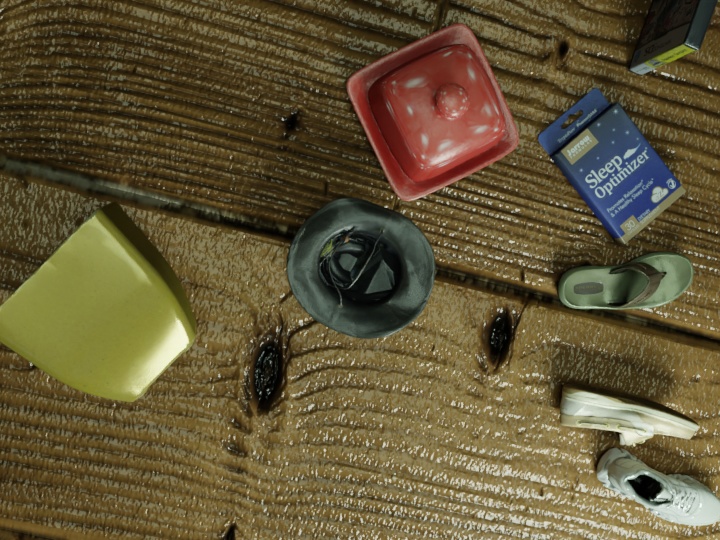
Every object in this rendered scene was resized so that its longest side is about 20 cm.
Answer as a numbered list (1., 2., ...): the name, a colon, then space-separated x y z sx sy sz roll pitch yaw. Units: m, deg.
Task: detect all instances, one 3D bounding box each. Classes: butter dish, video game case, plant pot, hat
1. butter dish: 0.109 -0.217 1.126 0.200 0.148 0.200 -26 96 -4
2. video game case: 0.438 -0.375 1.134 0.025 0.181 0.200 19 91 -5
3. plant pot: -0.319 0.052 1.081 0.200 0.194 0.196 44 88 -13
4. hat: 0.000 0.000 1.162 0.200 0.081 0.201 0 86 -2

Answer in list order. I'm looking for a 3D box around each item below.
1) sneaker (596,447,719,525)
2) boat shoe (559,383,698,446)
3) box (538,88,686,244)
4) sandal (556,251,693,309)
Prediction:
1. sneaker: 0.445 0.328 1.228 0.200 0.081 0.075 22 89 -8
2. boat shoe: 0.384 0.219 1.222 0.200 0.074 0.069 14 94 3
3. box: 0.361 -0.152 1.215 0.121 0.032 0.200 -40 95 -2
4. sandal: 0.386 0.023 1.214 0.201 0.057 0.080 -10 94 -5
